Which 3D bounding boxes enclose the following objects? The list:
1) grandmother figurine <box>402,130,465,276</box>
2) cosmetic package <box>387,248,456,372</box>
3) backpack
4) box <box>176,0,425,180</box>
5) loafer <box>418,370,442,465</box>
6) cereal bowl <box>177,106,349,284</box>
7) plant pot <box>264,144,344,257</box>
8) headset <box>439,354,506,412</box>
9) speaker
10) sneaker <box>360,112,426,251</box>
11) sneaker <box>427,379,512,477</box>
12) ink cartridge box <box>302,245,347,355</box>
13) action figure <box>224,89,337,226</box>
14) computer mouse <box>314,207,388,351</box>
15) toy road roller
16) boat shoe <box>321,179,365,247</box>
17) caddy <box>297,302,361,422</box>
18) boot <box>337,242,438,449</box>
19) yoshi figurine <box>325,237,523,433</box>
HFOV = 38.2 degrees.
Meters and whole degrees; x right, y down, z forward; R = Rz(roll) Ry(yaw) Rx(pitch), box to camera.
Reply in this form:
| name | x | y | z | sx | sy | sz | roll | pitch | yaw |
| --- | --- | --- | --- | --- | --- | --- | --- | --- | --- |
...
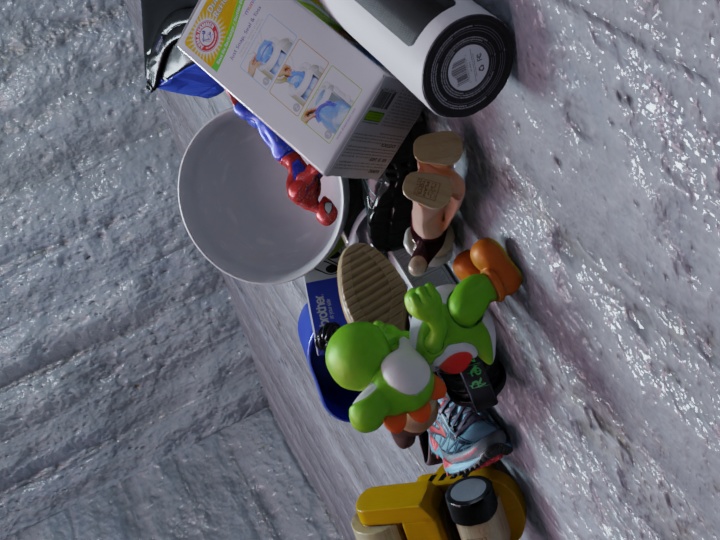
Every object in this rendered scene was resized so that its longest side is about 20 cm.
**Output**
| name | x | y | z | sx | sy | sz | roll | pitch | yaw |
| --- | --- | --- | --- | --- | --- | --- | --- | --- | --- |
| grandmother figurine | 0.068 | -0.050 | 0.976 | 0.060 | 0.123 | 0.200 | 21 | 167 | 10 |
| cosmetic package | 0.068 | 0.046 | 1.210 | 0.083 | 0.050 | 0.201 | 60 | 167 | 27 |
| backpack | -0.136 | -0.297 | 1.156 | 0.198 | 0.166 | 0.166 | -15 | 82 | 48 |
| box | -0.050 | -0.183 | 0.937 | 0.199 | 0.102 | 0.112 | 41 | -161 | 19 |
| loafer | 0.078 | 0.154 | 1.338 | 0.203 | 0.062 | 0.072 | 67 | 167 | -5 |
| cereal bowl | -0.103 | -0.090 | 1.183 | 0.203 | 0.197 | 0.083 | 67 | -164 | -6 |
| plant pot | -0.097 | -0.139 | 1.304 | 0.188 | 0.184 | 0.202 | 55 | 157 | 38 |
| headset | 0.091 | 0.084 | 1.079 | 0.200 | 0.093 | 0.125 | -48 | -66 | -86 |
| speaker | 0.037 | -0.198 | 0.819 | 0.201 | 0.080 | 0.082 | 53 | 163 | 47 |
| sneaker | 0.033 | -0.108 | 1.057 | 0.080 | 0.074 | 0.202 | -114 | 17 | -44 |
| sneaker | 0.109 | 0.176 | 1.213 | 0.200 | 0.078 | 0.097 | -175 | 64 | -76 |
| ink cartridge box | -0.025 | 0.017 | 1.329 | 0.202 | 0.092 | 0.045 | -104 | 6 | -49 |
| action figure | -0.062 | -0.144 | 1.077 | 0.202 | 0.098 | 0.065 | 59 | -170 | 14 |
| computer mouse | 0.000 | 0.000 | 1.171 | 0.043 | 0.204 | 0.109 | 23 | -169 | 20 |
| toy road roller | 0.101 | 0.292 | 1.240 | 0.146 | 0.196 | 0.125 | -57 | -49 | -61 |
| boat shoe | -0.007 | -0.076 | 1.248 | 0.072 | 0.074 | 0.204 | -152 | 46 | -85 |
| caddy | -0.006 | 0.118 | 1.447 | 0.105 | 0.139 | 0.203 | -128 | 18 | -56 |
| boot | 0.020 | 0.087 | 1.119 | 0.167 | 0.071 | 0.203 | 107 | 141 | -68 |
| yoshi figurine | 0.045 | 0.049 | 0.934 | 0.111 | 0.200 | 0.113 | 28 | 158 | 46 |
